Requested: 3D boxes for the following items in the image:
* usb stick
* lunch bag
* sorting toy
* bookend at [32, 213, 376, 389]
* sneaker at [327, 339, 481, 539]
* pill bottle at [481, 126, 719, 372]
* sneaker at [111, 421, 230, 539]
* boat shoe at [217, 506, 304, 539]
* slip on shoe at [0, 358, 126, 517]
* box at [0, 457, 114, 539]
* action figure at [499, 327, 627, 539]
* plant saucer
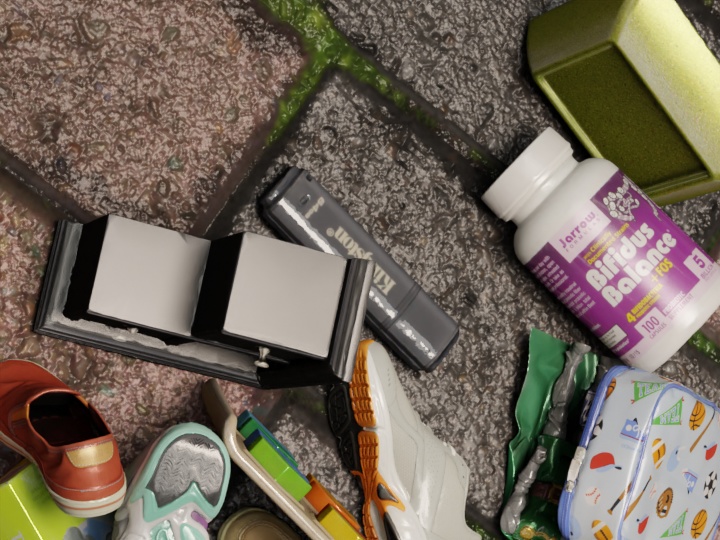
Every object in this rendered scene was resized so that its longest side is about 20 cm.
[{"bbox_3d":[0.000,0.000,1.789,0.200,0.033,0.055,46,73,-11],"label":"usb stick"},{"bbox_3d":[0.231,0.170,1.793,0.200,0.075,0.161,29,78,-55],"label":"lunch bag"},{"bbox_3d":[-0.045,0.170,1.678,0.036,0.185,0.200,-40,101,-3],"label":"sorting toy"},{"bbox_3d":[-0.119,0.021,1.654,0.198,0.200,0.093,15,80,-20],"label":"bookend"},{"bbox_3d":[0.039,0.147,1.779,0.092,0.076,0.201,-18,100,-28],"label":"sneaker"},{"bbox_3d":[0.197,-0.020,1.815,0.200,0.112,0.112,44,72,2],"label":"pill bottle"},{"bbox_3d":[-0.154,0.204,1.613,0.077,0.140,0.201,25,86,-12],"label":"sneaker"},{"bbox_3d":[-0.036,0.269,1.737,0.073,0.063,0.200,-40,100,-19],"label":"boat shoe"},{"bbox_3d":[-0.223,0.107,1.615,0.074,0.200,0.062,-12,118,-23],"label":"slip on shoe"},{"bbox_3d":[-0.196,0.225,1.659,0.201,0.048,0.122,60,31,-7],"label":"box"},{"bbox_3d":[0.163,0.161,1.830,0.118,0.055,0.201,21,83,-21],"label":"action figure"},{"bbox_3d":[0.225,-0.131,1.793,0.048,0.200,0.200,-42,100,-23],"label":"plant saucer"}]
